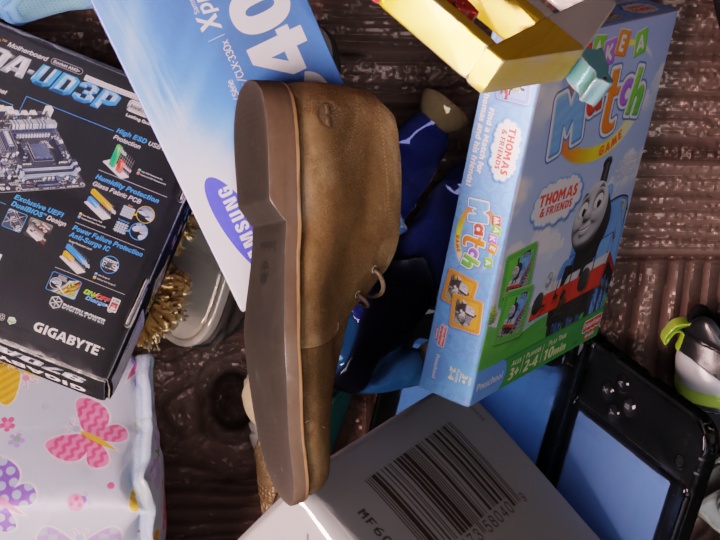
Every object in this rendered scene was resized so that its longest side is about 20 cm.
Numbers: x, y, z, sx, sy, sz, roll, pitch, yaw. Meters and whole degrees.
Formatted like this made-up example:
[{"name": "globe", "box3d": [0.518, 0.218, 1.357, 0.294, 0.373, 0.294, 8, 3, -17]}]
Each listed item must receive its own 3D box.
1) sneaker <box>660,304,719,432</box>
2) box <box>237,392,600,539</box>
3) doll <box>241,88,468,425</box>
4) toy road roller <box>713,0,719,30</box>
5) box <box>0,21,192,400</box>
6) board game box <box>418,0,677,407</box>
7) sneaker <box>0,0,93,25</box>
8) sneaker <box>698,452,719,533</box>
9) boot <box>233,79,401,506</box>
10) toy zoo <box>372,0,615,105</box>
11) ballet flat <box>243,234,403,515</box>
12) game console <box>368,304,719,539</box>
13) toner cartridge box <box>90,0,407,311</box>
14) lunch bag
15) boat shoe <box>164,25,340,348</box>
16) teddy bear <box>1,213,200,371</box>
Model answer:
[{"name": "sneaker", "box3d": [0.279, 0.046, 0.925, 0.200, 0.072, 0.083, -6, 112, -1]}, {"name": "box", "box3d": [0.025, 0.206, 0.861, 0.200, 0.199, 0.171, 49, 118, 10]}, {"name": "doll", "box3d": [0.000, 0.000, 0.839, 0.136, 0.048, 0.200, 36, 78, -11]}, {"name": "toy road roller", "box3d": [0.289, -0.116, 0.800, 0.146, 0.200, 0.123, -33, 117, -28]}, {"name": "box", "box3d": [-0.190, -0.044, 0.801, 0.200, 0.046, 0.159, 21, 70, -2]}, {"name": "board game box", "box3d": [0.102, -0.041, 0.842, 0.037, 0.151, 0.200, 23, 115, 29]}, {"name": "sneaker", "box3d": [-0.095, -0.160, 0.794, 0.200, 0.078, 0.090, -16, 73, 4]}, {"name": "sneaker", "box3d": [0.242, 0.179, 0.983, 0.116, 0.074, 0.200, 26, 99, -12]}, {"name": "boot", "box3d": [-0.015, 0.011, 0.738, 0.075, 0.074, 0.200, -2, 97, -23]}, {"name": "toy zoo", "box3d": [0.038, -0.147, 0.722, 0.200, 0.131, 0.020, 42, 125, 11]}, {"name": "ballet flat", "box3d": [-0.029, 0.056, 0.924, 0.065, 0.071, 0.200, 29, 107, 11]}, {"name": "game console", "box3d": [0.094, 0.141, 0.935, 0.116, 0.176, 0.200, -3, 117, -33]}, {"name": "toner cartridge box", "box3d": [-0.060, -0.090, 0.763, 0.095, 0.043, 0.200, -26, 109, -4]}, {"name": "lunch bag", "box3d": [-0.197, 0.135, 0.904, 0.169, 0.127, 0.200, -2, 146, -5]}, {"name": "boat shoe", "box3d": [-0.058, -0.048, 0.882, 0.067, 0.057, 0.200, 33, 108, 25]}, {"name": "teddy bear", "box3d": [-0.183, -0.016, 0.845, 0.200, 0.067, 0.145, 22, 81, 4]}]
